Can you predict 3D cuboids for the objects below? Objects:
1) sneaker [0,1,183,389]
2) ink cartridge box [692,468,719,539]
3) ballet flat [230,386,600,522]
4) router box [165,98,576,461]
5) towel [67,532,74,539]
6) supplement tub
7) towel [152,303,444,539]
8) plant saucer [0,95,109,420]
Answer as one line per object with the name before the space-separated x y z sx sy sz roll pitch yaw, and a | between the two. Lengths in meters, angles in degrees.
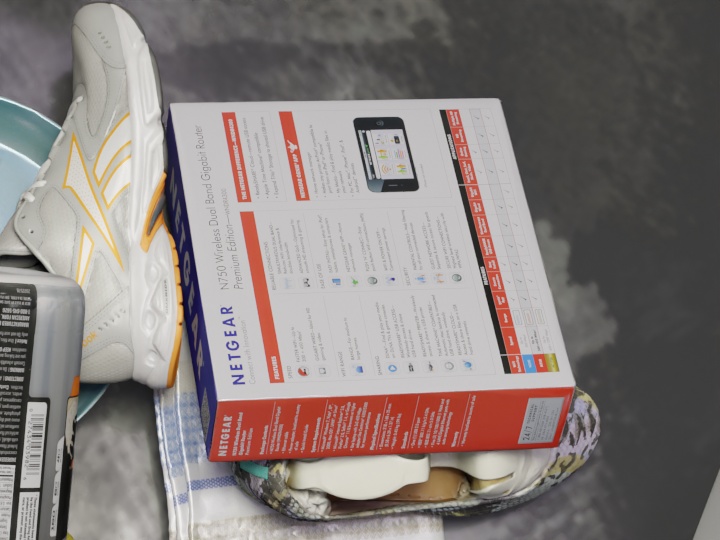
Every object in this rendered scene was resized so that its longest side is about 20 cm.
sneaker | -0.140 -0.038 1.475 0.091 0.076 0.201 -4 73 -8
ink cartridge box | 0.285 0.147 1.507 0.199 0.146 0.086 25 71 -5
ballet flat | 0.037 0.094 1.488 0.199 0.072 0.073 -4 77 -18
router box | 0.000 0.000 1.490 0.178 0.049 0.201 -1 49 -11
towel | -0.169 0.203 1.457 0.200 0.023 0.144 42 71 5
supplement tub | -0.196 0.098 1.392 0.122 0.123 0.202 5 92 -10
towel | -0.033 0.101 1.518 0.146 0.024 0.201 -6 80 -15
plant saucer | -0.211 0.006 1.498 0.199 0.027 0.202 3 74 -10
